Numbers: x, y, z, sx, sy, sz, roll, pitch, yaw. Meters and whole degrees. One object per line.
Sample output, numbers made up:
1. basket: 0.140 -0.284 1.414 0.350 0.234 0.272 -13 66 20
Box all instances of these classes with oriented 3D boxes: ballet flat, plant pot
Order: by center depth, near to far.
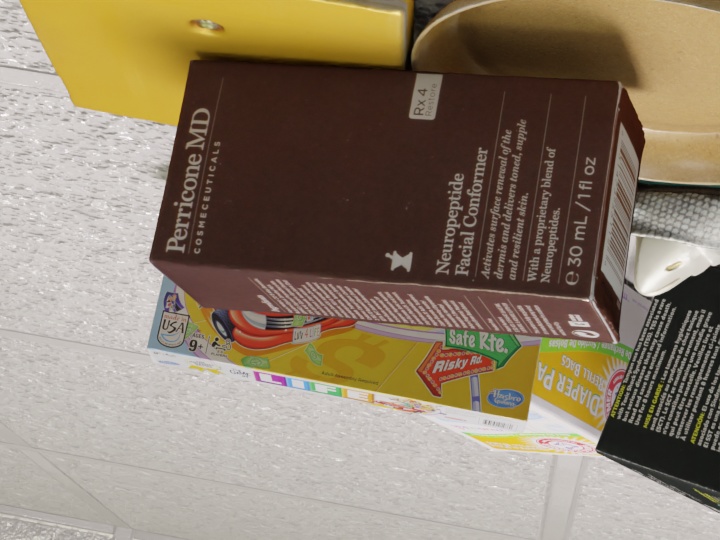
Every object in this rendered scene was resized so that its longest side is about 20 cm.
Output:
1. plant pot: 0.122 -0.084 0.793 0.200 0.028 0.200 11 164 3
2. ballet flat: 0.128 -0.023 0.922 0.200 0.072 0.072 8 164 15

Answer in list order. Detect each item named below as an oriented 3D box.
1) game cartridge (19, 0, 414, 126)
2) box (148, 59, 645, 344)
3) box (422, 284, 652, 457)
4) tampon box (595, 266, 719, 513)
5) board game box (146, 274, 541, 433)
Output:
1. game cartridge: -0.062 -0.106 0.851 0.176 0.033 0.200 10 167 4
2. box: 0.018 -0.032 0.815 0.199 0.100 0.075 4 163 19
3. box: 0.082 0.039 1.116 0.112 0.102 0.200 0 161 37
4. tampon box: 0.268 0.091 1.052 0.200 0.127 0.150 17 172 43
5. board game box: 0.000 0.000 0.978 0.199 0.135 0.034 10 164 3
